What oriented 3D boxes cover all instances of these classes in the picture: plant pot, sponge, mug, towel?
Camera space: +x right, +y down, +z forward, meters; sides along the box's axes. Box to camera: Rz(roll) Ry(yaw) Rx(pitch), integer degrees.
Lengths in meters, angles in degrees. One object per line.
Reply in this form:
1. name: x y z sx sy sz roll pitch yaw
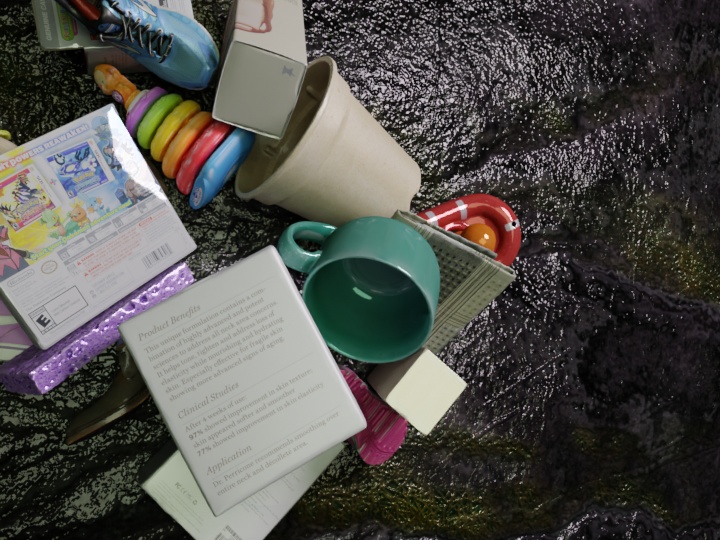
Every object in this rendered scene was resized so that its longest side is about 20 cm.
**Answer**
1. plant pot: -0.029 -0.133 0.804 0.183 0.200 0.202 31 75 -28
2. sponge: -0.285 0.060 0.683 0.200 0.111 0.030 -42 114 -39
3. mug: 0.011 0.001 0.730 0.186 0.151 0.115 62 27 -27
4. towel: 0.078 0.021 0.840 0.192 0.200 0.035 26 38 -18

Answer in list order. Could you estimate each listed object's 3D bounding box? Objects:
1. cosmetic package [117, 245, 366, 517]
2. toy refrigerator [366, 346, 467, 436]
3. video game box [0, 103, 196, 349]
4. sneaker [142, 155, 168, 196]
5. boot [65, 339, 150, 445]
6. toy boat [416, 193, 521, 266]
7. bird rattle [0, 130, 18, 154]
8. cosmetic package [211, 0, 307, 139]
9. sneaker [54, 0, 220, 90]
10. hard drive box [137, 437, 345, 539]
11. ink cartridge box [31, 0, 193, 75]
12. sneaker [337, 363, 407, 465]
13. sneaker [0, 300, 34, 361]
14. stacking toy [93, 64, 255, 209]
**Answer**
1. cosmetic package: -0.117 0.109 0.659 0.167 0.166 0.201 -27 86 -10
2. toy refrigerator: 0.065 0.141 0.785 0.070 0.200 0.076 41 84 -1
3. video game box: -0.302 -0.049 0.661 0.200 0.047 0.183 -39 115 -33
4. sneaker: -0.332 -0.077 0.741 0.199 0.071 0.076 -27 75 -24
5. boot: -0.275 0.113 0.744 0.200 0.075 0.097 -36 88 -29
6. toy boat: 0.146 -0.035 0.885 0.199 0.131 0.131 -23 95 -22
7. bird rattle: -0.423 -0.081 0.654 0.162 0.113 0.201 15 75 -2
8. cosmetic package: -0.121 -0.262 0.756 0.087 0.104 0.201 13 39 -20
9. sneaker: -0.245 -0.253 0.666 0.199 0.090 0.079 30 116 -9
10. hard drive box: -0.144 0.233 0.776 0.200 0.077 0.156 -44 102 -19
11. ink cartridge box: -0.302 -0.349 0.754 0.174 0.084 0.202 -9 89 -21
12. sneaker: -0.009 0.180 0.835 0.081 0.088 0.200 -42 124 -10
13. sneaker: -0.439 0.037 0.679 0.199 0.072 0.115 10 81 -32
14. stacking toy: -0.237 -0.178 0.755 0.200 0.116 0.110 37 61 -8
